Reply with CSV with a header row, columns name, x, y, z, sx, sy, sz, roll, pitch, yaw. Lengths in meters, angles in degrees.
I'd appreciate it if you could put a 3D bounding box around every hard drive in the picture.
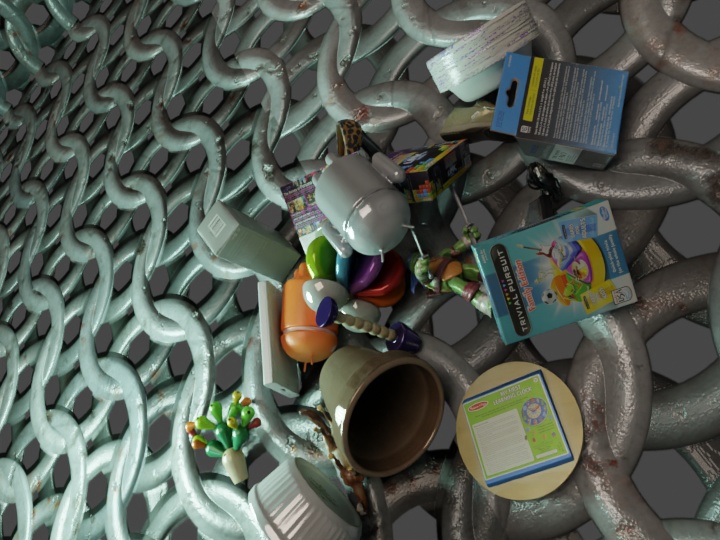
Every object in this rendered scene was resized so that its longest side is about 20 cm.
name,x,y,z,sx,sy,sz,roll,pitch,yaw
hard drive,-0.162,0.137,1.099,0.026,0.132,0.204,-13,65,11

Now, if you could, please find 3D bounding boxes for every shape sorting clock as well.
name,x,y,z,sx,sy,sz,roll,pitch,yaw
shape sorting clock,0.237,0.240,0.844,0.197,0.039,0.204,-14,66,32

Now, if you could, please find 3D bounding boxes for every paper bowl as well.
name,x,y,z,sx,sy,sz,roll,pitch,yaw
paper bowl,0.227,-0.384,1.004,0.199,0.105,0.201,-31,14,8

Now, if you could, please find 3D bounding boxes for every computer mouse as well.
name,x,y,z,sx,sy,sz,roll,pitch,yaw
computer mouse,0.290,-0.059,0.874,0.052,0.138,0.204,10,89,35

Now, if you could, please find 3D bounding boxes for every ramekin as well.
name,x,y,z,sx,sy,sz,roll,pitch,yaw
ramekin,-0.083,0.400,0.915,0.094,0.203,0.202,-47,52,-5

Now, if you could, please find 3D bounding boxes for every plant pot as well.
name,x,y,z,sx,sy,sz,roll,pitch,yaw
plant pot,0.014,0.210,0.932,0.174,0.199,0.203,27,89,54

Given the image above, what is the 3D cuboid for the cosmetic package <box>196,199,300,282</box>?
name,x,y,z,sx,sy,sz,roll,pitch,yaw
cosmetic package,-0.233,-0.058,1.179,0.091,0.199,0.107,-51,51,5

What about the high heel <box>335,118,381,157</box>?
name,x,y,z,sx,sy,sz,roll,pitch,yaw
high heel,-0.044,-0.201,1.135,0.071,0.142,0.202,28,89,37

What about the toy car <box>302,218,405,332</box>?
name,x,y,z,sx,sy,sz,roll,pitch,yaw
toy car,0.000,0.000,0.987,0.149,0.199,0.178,-18,50,44

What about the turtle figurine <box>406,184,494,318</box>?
name,x,y,z,sx,sy,sz,roll,pitch,yaw
turtle figurine,0.161,-0.023,0.920,0.192,0.143,0.203,27,107,28

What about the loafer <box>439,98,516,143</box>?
name,x,y,z,sx,sy,sz,roll,pitch,yaw
loafer,0.236,-0.276,1.012,0.197,0.075,0.070,5,81,36

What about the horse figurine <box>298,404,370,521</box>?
name,x,y,z,sx,sy,sz,roll,pitch,yaw
horse figurine,-0.038,0.319,0.969,0.049,0.133,0.200,-33,46,-8

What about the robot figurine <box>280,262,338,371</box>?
name,x,y,z,sx,sy,sz,roll,pitch,yaw
robot figurine,-0.098,0.090,1.085,0.142,0.116,0.204,-11,66,28

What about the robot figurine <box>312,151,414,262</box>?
name,x,y,z,sx,sy,sz,roll,pitch,yaw
robot figurine,0.004,-0.105,0.880,0.171,0.112,0.201,-54,56,21

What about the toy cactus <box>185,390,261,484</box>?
name,x,y,z,sx,sy,sz,roll,pitch,yaw
toy cactus,-0.270,0.349,1.138,0.198,0.102,0.167,-29,78,20

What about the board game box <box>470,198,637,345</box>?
name,x,y,z,sx,sy,sz,roll,pitch,yaw
board game box,0.281,0.003,0.815,0.197,0.047,0.154,-20,96,7

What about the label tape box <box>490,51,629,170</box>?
name,x,y,z,sx,sy,sz,roll,pitch,yaw
label tape box,0.318,-0.261,0.906,0.196,0.063,0.147,13,79,9

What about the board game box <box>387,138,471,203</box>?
name,x,y,z,sx,sy,sz,roll,pitch,yaw
board game box,0.092,-0.178,1.008,0.163,0.200,0.058,-1,115,32

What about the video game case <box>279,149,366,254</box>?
name,x,y,z,sx,sy,sz,roll,pitch,yaw
video game case,-0.048,-0.118,1.118,0.197,0.036,0.184,-19,98,28

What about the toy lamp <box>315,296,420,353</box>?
name,x,y,z,sx,sy,sz,roll,pitch,yaw
toy lamp,0.018,0.099,0.950,0.058,0.198,0.059,-40,38,41
